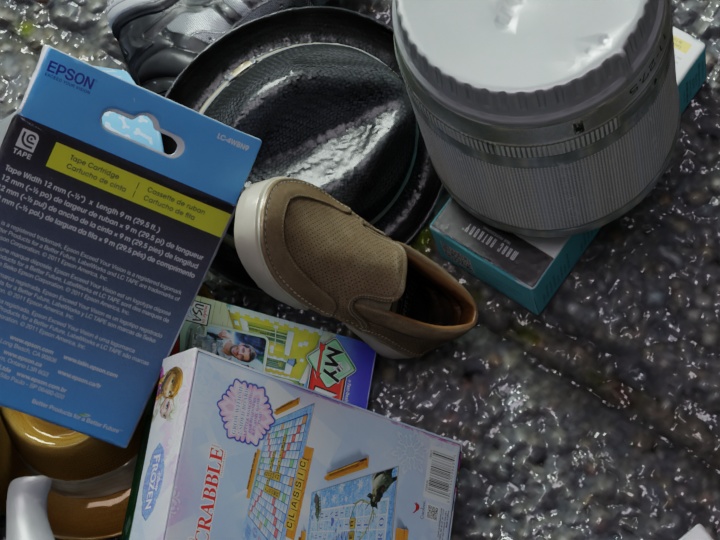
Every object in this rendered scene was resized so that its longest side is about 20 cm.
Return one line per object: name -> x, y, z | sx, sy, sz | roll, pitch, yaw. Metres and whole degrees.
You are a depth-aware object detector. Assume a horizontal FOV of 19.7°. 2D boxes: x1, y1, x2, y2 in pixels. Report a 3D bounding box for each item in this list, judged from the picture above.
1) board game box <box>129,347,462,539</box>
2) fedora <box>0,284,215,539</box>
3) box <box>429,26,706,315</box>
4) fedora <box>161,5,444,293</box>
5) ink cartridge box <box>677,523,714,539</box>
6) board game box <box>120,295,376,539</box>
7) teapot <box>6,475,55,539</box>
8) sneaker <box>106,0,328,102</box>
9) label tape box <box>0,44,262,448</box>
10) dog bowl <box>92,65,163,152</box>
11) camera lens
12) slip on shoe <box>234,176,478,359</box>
board game box -> -0.040, 0.170, 1.202 | 0.041, 0.199, 0.201 | -20, 55, 52
fedora -> -0.175, 0.067, 1.315 | 0.200, 0.082, 0.202 | -4, 67, 9
box -> 0.136, -0.077, 1.332 | 0.082, 0.049, 0.200 | 32, 77, 21
fedora -> -0.033, -0.079, 1.308 | 0.200, 0.092, 0.202 | 0, 89, -8
ink cartridge box -> 0.187, 0.275, 1.184 | 0.173, 0.044, 0.200 | -36, 66, -5
board game box -> -0.070, 0.125, 1.268 | 0.134, 0.029, 0.201 | 15, 69, -15
teapot -> -0.231, 0.252, 1.209 | 0.199, 0.198, 0.146 | -28, 49, -15
sneaker -> -0.070, -0.157, 1.394 | 0.199, 0.076, 0.114 | -15, 67, 11
label tape box -> -0.165, -0.016, 1.197 | 0.143, 0.066, 0.201 | 22, 95, -24
dog bowl -> -0.163, -0.069, 1.326 | 0.049, 0.200, 0.112 | -4, 110, -14
camera lens -> 0.105, -0.122, 1.219 | 0.159, 0.200, 0.161 | -4, 67, 10
slip on shoe -> 0.000, 0.000, 1.243 | 0.060, 0.200, 0.076 | -6, 61, 33
